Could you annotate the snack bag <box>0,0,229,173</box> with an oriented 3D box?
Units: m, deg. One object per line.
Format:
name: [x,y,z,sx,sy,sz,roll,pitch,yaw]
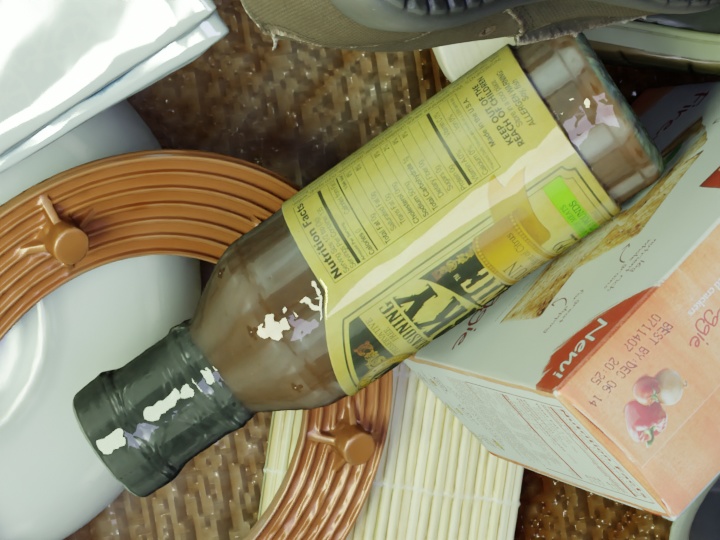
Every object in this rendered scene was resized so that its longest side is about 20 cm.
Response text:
snack bag: [-0.168,-0.104,0.843,0.199,0.021,0.189,-30,93,16]

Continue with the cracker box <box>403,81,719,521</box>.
cracker box: [0.095,0.003,0.877,0.134,0.200,0.058,-46,101,-8]

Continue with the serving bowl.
serving bowl: [-0.149,0.014,0.919,0.199,0.066,0.201,-2,100,-9]

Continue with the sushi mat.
sushi mat: [0.012,0.079,0.986,0.095,0.012,0.201,6,100,-12]

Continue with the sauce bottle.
sauce bottle: [0.000,0.000,0.862,0.200,0.065,0.065,-35,105,10]

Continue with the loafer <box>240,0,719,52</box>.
loafer: [0.039,-0.102,0.795,0.199,0.071,0.073,-9,87,-47]

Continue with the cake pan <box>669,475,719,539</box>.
cake pan: [0.187,0.039,0.935,0.199,0.200,0.037,-26,62,-4]

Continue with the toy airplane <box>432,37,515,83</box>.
toy airplane: [0.003,-0.175,0.834,0.199,0.141,0.200,30,110,-5]

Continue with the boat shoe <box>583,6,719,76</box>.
boat shoe: [0.074,-0.103,0.915,0.200,0.072,0.066,7,94,10]

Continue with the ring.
ring: [-0.073,0.057,0.913,0.199,0.019,0.201,-12,117,-26]
